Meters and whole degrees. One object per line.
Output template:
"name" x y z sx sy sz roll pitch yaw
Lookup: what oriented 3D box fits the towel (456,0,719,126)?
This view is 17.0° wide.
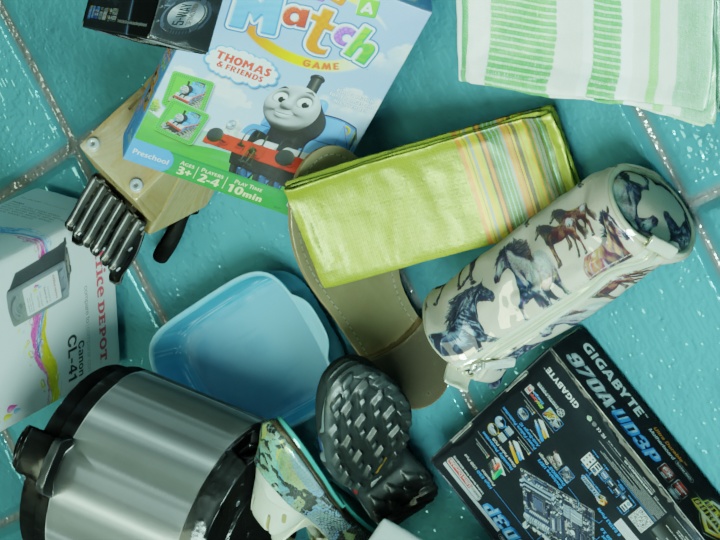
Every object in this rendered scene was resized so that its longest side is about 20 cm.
"towel" 0.147 -0.179 1.573 0.200 0.023 0.153 12 116 35

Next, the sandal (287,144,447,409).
"sandal" -0.005 0.003 1.747 0.212 0.078 0.070 64 168 -20

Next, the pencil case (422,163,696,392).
"pencil case" 0.132 0.004 1.611 0.200 0.078 0.089 -36 44 35

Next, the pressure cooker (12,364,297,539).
"pressure cooker" -0.160 0.166 1.818 0.200 0.179 0.176 21 136 22

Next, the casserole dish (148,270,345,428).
"casserole dish" -0.083 0.069 1.859 0.200 0.039 0.121 -32 88 43

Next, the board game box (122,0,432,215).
"board game box" -0.060 -0.137 1.684 0.151 0.037 0.200 19 125 -16

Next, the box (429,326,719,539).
"box" 0.162 0.163 1.696 0.200 0.046 0.159 51 132 10

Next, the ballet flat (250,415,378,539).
"ballet flat" -0.041 0.174 1.756 0.074 0.074 0.200 18 160 32

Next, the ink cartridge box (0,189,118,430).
"ink cartridge box" -0.286 0.038 1.889 0.086 0.200 0.148 17 119 33

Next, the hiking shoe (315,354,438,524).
"hiking shoe" -0.007 0.114 1.736 0.087 0.074 0.200 48 166 32

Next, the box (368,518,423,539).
"box" 0.051 0.322 1.702 0.171 0.199 0.200 29 165 29

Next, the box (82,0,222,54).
"box" -0.129 -0.234 1.650 0.200 0.044 0.160 -156 81 -69

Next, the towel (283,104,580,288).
"towel" 0.051 -0.048 1.654 0.200 0.018 0.086 -15 107 18

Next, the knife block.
"knife block" -0.141 -0.083 1.833 0.200 0.176 0.064 -45 76 -4
